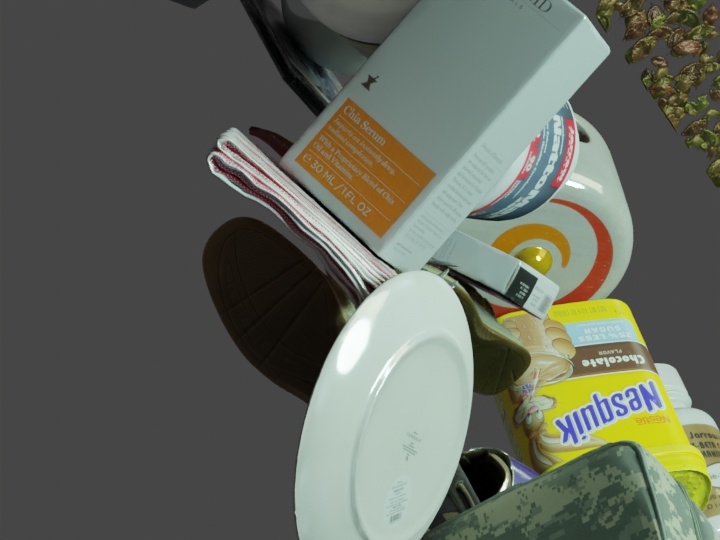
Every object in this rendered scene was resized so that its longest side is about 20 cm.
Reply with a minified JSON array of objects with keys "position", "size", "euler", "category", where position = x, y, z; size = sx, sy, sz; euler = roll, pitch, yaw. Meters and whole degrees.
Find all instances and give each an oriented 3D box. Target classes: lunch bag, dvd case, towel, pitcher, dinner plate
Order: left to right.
[{"position":[-0.038,-0.033,1.335],"size":[0.146,0.030,0.200],"euler":[42,3,-5],"category":"towel"},{"position":[-0.042,-0.162,1.719],"size":[0.149,0.016,0.200],"euler":[46,10,-37],"category":"dvd case"},{"position":[-0.025,-0.229,1.715],"size":[0.171,0.121,0.200],"euler":[30,-1,-2],"category":"pitcher"},{"position":[0.023,0.100,1.264],"size":[0.200,0.024,0.200],"euler":[-32,129,-49],"category":"dinner plate"},{"position":[0.151,0.225,1.351],"size":[0.168,0.200,0.139],"euler":[45,22,-40],"category":"lunch bag"}]

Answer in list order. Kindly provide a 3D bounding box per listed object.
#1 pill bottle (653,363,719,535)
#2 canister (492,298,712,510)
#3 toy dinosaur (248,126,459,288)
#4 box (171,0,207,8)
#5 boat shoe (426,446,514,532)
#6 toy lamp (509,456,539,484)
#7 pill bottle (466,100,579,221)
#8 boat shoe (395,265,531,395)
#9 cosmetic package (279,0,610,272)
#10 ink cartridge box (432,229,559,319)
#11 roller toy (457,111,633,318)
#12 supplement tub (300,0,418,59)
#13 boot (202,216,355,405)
[{"position":[0.304,0.196,2.046],"size":[0.114,0.114,0.200],"euler":[38,26,-54],"category":"pill bottle"},{"position":[0.191,0.124,1.772],"size":[0.087,0.148,0.200],"euler":[93,-16,-45],"category":"canister"},{"position":[0.000,0.000,1.554],"size":[0.105,0.200,0.182],"euler":[43,59,-59],"category":"toy dinosaur"},{"position":[-0.108,-0.332,1.554],"size":[0.200,0.197,0.117],"euler":[63,14,10],"category":"box"},{"position":[0.079,0.164,1.467],"size":[0.200,0.073,0.075],"euler":[31,33,-61],"category":"boat shoe"},{"position":[0.145,0.209,1.634],"size":[0.200,0.058,0.058],"euler":[51,18,-36],"category":"toy lamp"},{"position":[0.090,-0.096,1.511],"size":[0.120,0.120,0.200],"euler":[63,18,10],"category":"pill bottle"},{"position":[0.061,0.037,1.672],"size":[0.200,0.074,0.066],"euler":[41,10,-50],"category":"boat shoe"},{"position":[0.055,-0.106,1.369],"size":[0.101,0.200,0.071],"euler":[42,3,24],"category":"cosmetic package"},{"position":[0.059,-0.024,1.703],"size":[0.200,0.037,0.095],"euler":[29,0,28],"category":"ink cartridge box"},{"position":[0.139,-0.045,1.833],"size":[0.200,0.182,0.140],"euler":[49,19,-35],"category":"roller toy"},{"position":[0.035,-0.219,1.505],"size":[0.145,0.145,0.200],"euler":[63,10,10],"category":"supplement tub"},{"position":[-0.023,0.034,1.393],"size":[0.200,0.073,0.155],"euler":[45,11,-9],"category":"boot"}]
